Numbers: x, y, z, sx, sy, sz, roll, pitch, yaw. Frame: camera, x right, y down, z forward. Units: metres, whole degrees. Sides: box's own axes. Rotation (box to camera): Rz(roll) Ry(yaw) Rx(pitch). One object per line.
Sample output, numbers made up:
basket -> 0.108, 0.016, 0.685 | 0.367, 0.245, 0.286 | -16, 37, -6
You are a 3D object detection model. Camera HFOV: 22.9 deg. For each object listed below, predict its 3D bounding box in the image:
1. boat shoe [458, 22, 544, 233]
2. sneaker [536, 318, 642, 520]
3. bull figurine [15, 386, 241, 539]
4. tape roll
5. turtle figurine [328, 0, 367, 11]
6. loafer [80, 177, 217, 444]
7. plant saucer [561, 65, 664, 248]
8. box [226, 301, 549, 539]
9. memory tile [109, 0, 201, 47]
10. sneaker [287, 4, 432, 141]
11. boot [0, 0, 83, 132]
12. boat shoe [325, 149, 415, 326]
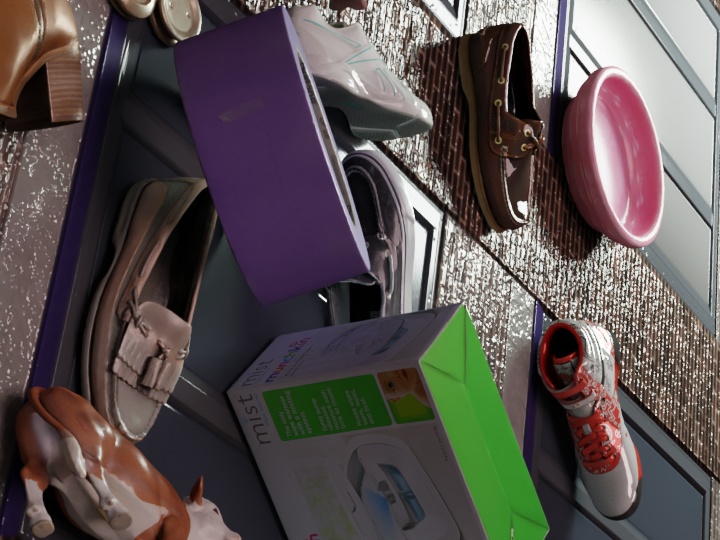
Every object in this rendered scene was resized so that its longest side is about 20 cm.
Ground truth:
boat shoe -> 0.143, -0.140, 1.730 | 0.070, 0.070, 0.203 | -9, 90, -60
sneaker -> 0.225, 0.147, 1.783 | 0.108, 0.067, 0.204 | 18, 63, -55
bull figurine -> -0.149, 0.155, 1.143 | 0.200, 0.065, 0.122 | 45, 13, -34
tape roll -> -0.062, -0.081, 1.275 | 0.200, 0.084, 0.202 | -19, 90, -86
turtle figurine -> -0.023, -0.308, 1.438 | 0.144, 0.200, 0.193 | 46, 34, 12
loafer -> -0.141, 0.022, 1.214 | 0.072, 0.062, 0.202 | 41, 48, -47
plant saucer -> 0.276, -0.122, 1.961 | 0.200, 0.050, 0.203 | 25, 60, -55
box -> 0.022, 0.143, 1.339 | 0.097, 0.175, 0.202 | -47, 121, -54
memory tile -> -0.176, -0.264, 1.288 | 0.200, 0.017, 0.155 | 34, 53, -51
sneaker -> 0.000, -0.165, 1.500 | 0.200, 0.070, 0.081 | 25, 58, -53
boot -> -0.244, -0.163, 1.094 | 0.200, 0.073, 0.157 | -17, 97, -71
boat shoe -> 0.000, 0.000, 1.455 | 0.068, 0.071, 0.203 | 1, 87, -60
